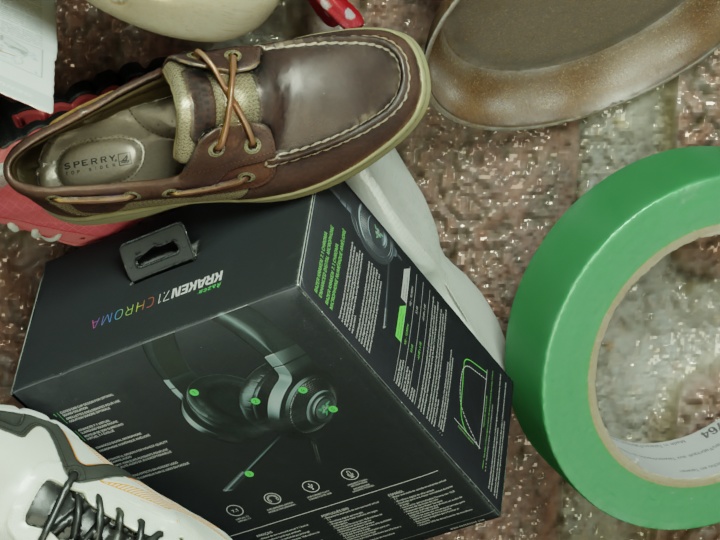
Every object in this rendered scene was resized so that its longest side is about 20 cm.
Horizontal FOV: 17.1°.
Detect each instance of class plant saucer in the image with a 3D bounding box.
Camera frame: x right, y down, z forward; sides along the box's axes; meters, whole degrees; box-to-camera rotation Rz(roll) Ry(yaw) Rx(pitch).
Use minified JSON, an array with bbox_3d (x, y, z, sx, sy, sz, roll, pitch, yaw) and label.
[{"bbox_3d":[0.117,-0.138,1.154,0.200,0.032,0.200,-19,154,-10],"label":"plant saucer"}]

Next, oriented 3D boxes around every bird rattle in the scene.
[{"bbox_3d":[-0.089,-0.154,1.109,0.200,0.163,0.113,34,124,-10],"label":"bird rattle"}]

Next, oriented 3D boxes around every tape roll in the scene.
[{"bbox_3d":[0.175,0.036,1.254,0.200,0.048,0.201,-9,115,-20],"label":"tape roll"}]

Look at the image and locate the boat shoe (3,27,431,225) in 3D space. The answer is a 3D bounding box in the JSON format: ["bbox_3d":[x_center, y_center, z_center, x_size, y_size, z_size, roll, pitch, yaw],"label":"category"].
[{"bbox_3d":[-0.068,-0.066,1.085,0.199,0.072,0.072,-12,83,14],"label":"boat shoe"}]

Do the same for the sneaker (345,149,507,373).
[{"bbox_3d":[0.000,0.000,1.233,0.088,0.075,0.200,-23,116,15],"label":"sneaker"}]

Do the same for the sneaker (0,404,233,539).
[{"bbox_3d":[-0.121,0.122,1.131,0.200,0.080,0.074,29,81,-28],"label":"sneaker"}]

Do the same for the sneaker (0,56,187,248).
[{"bbox_3d":[-0.157,-0.041,1.185,0.199,0.074,0.087,-12,119,-7],"label":"sneaker"}]

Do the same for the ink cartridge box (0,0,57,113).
[{"bbox_3d":[-0.218,-0.115,1.077,0.160,0.200,0.047,22,108,-16],"label":"ink cartridge box"}]

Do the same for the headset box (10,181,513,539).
[{"bbox_3d":[-0.049,0.054,1.183,0.174,0.093,0.200,-21,129,28],"label":"headset box"}]
